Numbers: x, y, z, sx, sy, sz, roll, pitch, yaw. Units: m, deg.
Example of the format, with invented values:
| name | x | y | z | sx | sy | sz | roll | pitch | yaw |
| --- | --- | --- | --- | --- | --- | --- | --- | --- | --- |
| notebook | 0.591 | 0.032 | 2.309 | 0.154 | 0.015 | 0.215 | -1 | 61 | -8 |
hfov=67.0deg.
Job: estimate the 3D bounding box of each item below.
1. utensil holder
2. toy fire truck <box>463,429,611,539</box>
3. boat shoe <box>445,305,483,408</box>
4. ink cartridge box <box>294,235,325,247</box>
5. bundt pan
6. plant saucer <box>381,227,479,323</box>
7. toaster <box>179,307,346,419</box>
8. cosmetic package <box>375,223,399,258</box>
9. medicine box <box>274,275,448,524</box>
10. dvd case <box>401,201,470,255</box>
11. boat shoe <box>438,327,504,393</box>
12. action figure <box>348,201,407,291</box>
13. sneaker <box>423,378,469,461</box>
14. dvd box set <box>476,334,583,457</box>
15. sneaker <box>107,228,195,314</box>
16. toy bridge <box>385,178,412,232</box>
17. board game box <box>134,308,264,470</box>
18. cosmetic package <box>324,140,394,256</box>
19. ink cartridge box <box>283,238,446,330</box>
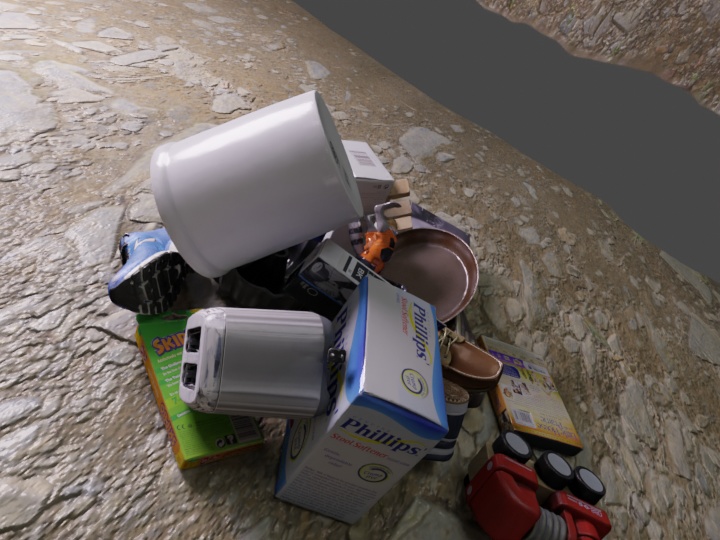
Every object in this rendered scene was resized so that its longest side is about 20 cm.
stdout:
| name | x | y | z | sx | sy | sz | roll | pitch | yaw |
| --- | --- | --- | --- | --- | --- | --- | --- | --- | --- |
| utensil holder | -0.115 | -0.103 | 0.649 | 0.170 | 0.199 | 0.171 | -20 | 90 | -81 |
| toy fire truck | 0.213 | 0.327 | 0.654 | 0.175 | 0.129 | 0.200 | 28 | 23 | -7 |
| boat shoe | 0.159 | 0.140 | 0.886 | 0.073 | 0.074 | 0.201 | 31 | 40 | -21 |
| ink cartridge box | -0.127 | -0.098 | 0.780 | 0.199 | 0.100 | 0.039 | 19 | 35 | -18 |
| bundt pan | -0.135 | -0.004 | 0.810 | 0.201 | 0.076 | 0.202 | 22 | 34 | -16 |
| plant saucer | 0.102 | 0.016 | 0.928 | 0.201 | 0.200 | 0.032 | 59 | -3 | 35 |
| toaster | -0.112 | 0.096 | 0.566 | 0.129 | 0.200 | 0.114 | 7 | 81 | -25 |
| cosmetic package | 0.076 | -0.051 | 1.073 | 0.199 | 0.052 | 0.151 | 15 | 39 | -26 |
| medicine box | -0.001 | 0.143 | 0.616 | 0.103 | 0.200 | 0.183 | 24 | 33 | -15 |
| dvd case | 0.155 | -0.053 | 1.081 | 0.148 | 0.016 | 0.200 | 29 | 34 | -9 |
| boat shoe | 0.108 | 0.114 | 0.795 | 0.199 | 0.074 | 0.076 | 16 | 52 | 26 |
| action figure | 0.000 | 0.000 | 0.832 | 0.104 | 0.195 | 0.200 | 14 | -5 | -21 |
| sneaker | 0.055 | 0.183 | 0.747 | 0.070 | 0.109 | 0.200 | -6 | 19 | -41 |
| dvd box set | 0.279 | 0.208 | 0.921 | 0.146 | 0.029 | 0.201 | 19 | 35 | -21 |
| sneaker | -0.275 | -0.004 | 0.701 | 0.089 | 0.079 | 0.200 | 5 | 20 | 2 |
| toy bridge | 0.056 | -0.104 | 0.958 | 0.067 | 0.200 | 0.027 | -12 | 75 | 4 |
| board game box | -0.194 | 0.127 | 0.637 | 0.095 | 0.030 | 0.200 | -1 | 48 | -42 |
| cosmetic package | -0.033 | -0.103 | 0.909 | 0.081 | 0.201 | 0.113 | -2 | 43 | -34 |
| ink cartridge box | 0.006 | 0.049 | 0.713 | 0.200 | 0.099 | 0.039 | 35 | 47 | -14 |
